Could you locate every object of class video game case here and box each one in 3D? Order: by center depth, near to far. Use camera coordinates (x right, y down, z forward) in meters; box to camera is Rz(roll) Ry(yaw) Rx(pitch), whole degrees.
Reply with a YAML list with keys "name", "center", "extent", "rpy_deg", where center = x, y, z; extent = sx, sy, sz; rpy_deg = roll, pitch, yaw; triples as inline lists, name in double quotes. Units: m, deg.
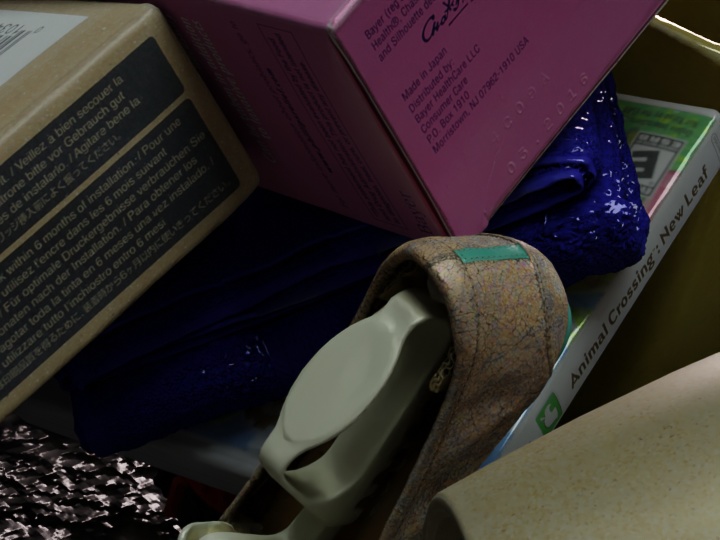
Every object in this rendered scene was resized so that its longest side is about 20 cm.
- name: "video game case"
  center: [0.000, 0.000, 0.832]
  extent: [0.199, 0.022, 0.182]
  rpy_deg: [14, 58, 38]

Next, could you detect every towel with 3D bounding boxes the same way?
- name: "towel"
  center: [-0.010, -0.029, 0.813]
  extent: [0.199, 0.050, 0.148]
  rpy_deg: [-20, 43, 12]

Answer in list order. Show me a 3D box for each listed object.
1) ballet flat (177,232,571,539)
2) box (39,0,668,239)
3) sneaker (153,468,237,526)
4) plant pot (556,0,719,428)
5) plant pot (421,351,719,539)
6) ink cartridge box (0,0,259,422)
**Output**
- name: "ballet flat"
  center: [-0.015, 0.071, 0.717]
  extent: [0.068, 0.201, 0.067]
  rpy_deg: [39, 17, 34]
- name: "box"
  center: [-0.003, -0.121, 0.793]
  extent: [0.199, 0.097, 0.176]
  rpy_deg: [19, 61, 45]
- name: "sneaker"
  center: [-0.003, 0.082, 0.860]
  extent: [0.095, 0.080, 0.200]
  rpy_deg: [18, 20, -38]
- name: "plant pot"
  center: [0.094, -0.052, 0.983]
  extent: [0.195, 0.201, 0.194]
  rpy_deg: [29, 33, 27]
- name: "plant pot"
  center: [0.121, 0.088, 0.612]
  extent: [0.199, 0.188, 0.188]
  rpy_deg: [-7, 32, -9]
- name: "ink cartridge box"
  center: [-0.154, -0.014, 0.783]
  extent: [0.165, 0.075, 0.200]
  rpy_deg: [-43, 29, -25]
